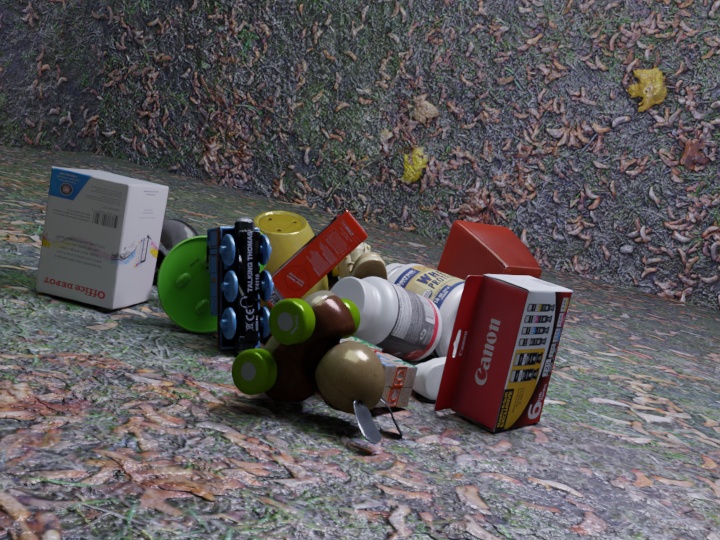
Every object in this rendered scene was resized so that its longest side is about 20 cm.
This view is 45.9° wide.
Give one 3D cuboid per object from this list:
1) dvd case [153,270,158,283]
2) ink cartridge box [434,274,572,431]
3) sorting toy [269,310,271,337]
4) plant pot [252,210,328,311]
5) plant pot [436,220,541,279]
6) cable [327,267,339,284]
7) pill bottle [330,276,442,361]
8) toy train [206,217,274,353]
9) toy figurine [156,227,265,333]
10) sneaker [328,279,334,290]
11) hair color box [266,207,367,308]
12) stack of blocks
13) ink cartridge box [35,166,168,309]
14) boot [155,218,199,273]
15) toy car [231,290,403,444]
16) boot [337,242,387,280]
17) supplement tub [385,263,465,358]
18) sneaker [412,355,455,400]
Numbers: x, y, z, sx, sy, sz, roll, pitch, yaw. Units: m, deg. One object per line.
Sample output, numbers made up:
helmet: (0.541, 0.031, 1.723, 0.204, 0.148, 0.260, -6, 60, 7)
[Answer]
dvd case: (-0.435, -0.005, 1.668, 0.143, 0.023, 0.199, 16, 8, 21)
ink cartridge box: (0.202, 0.114, 1.199, 0.083, 0.205, 0.174, 19, 12, 40)
sorting toy: (-0.095, 0.104, 1.426, 0.183, 0.037, 0.198, 20, 7, 41)
plant pot: (-0.152, -0.026, 1.594, 0.195, 0.145, 0.201, 5, 27, -3)
plant pot: (0.312, 0.016, 2.026, 0.197, 0.204, 0.176, 4, 22, -39)
cable: (-0.068, 0.000, 1.711, 0.050, 0.201, 0.097, -37, 71, -26)
pill bottle: (0.037, 0.075, 1.373, 0.110, 0.113, 0.198, 20, -2, 42)
toy train: (-0.186, 0.024, 1.293, 0.085, 0.205, 0.114, 0, -1, -30)
toy figurine: (-0.258, 0.004, 1.427, 0.151, 0.199, 0.184, 53, -15, -14)
sneaker: (-0.143, 0.035, 1.711, 0.198, 0.069, 0.089, 25, 30, 35)
hair color box: (-0.080, -0.016, 1.441, 0.061, 0.199, 0.102, 47, 2, -6)
stack of blocks: (-0.018, 0.133, 1.216, 0.197, 0.060, 0.114, 19, 5, 36)
ink cartridge box: (-0.426, -0.055, 1.409, 0.144, 0.205, 0.145, 13, 7, 11)
boot: (-0.362, -0.037, 1.656, 0.199, 0.071, 0.131, 38, 19, 25)
toy car: (-0.030, 0.142, 1.066, 0.200, 0.159, 0.164, 44, 17, 19)
boot: (0.000, 0.000, 1.493, 0.071, 0.202, 0.158, -2, 50, -7)
supplement tub: (0.121, 0.071, 1.536, 0.143, 0.148, 0.198, 2, 13, -46)
sneaker: (0.152, 0.158, 1.313, 0.196, 0.077, 0.088, 5, 0, -33)
